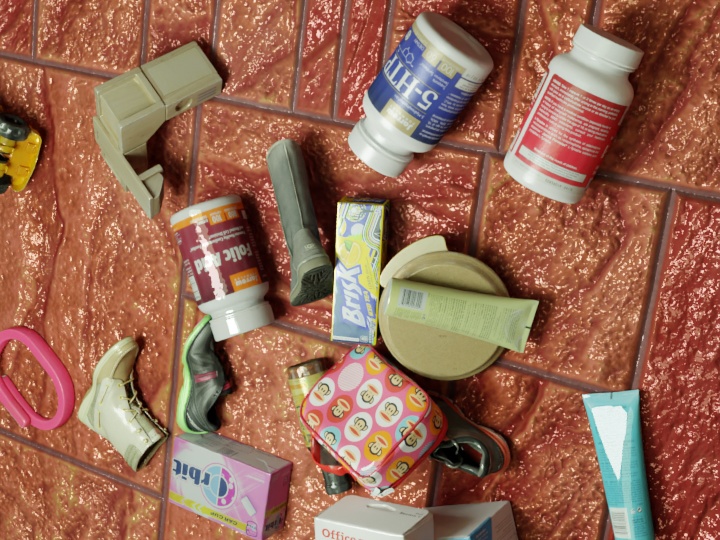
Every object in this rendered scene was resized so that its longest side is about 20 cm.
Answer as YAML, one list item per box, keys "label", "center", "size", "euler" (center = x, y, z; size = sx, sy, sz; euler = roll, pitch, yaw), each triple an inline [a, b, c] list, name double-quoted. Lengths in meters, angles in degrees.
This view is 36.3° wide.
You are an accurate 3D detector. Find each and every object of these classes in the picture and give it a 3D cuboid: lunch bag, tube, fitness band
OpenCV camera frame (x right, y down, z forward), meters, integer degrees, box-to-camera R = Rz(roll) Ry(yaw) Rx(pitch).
- label: "lunch bag"
  center: [0.007, 0.212, 1.523]
  size: [0.176, 0.082, 0.200]
  euler: [-46, 43, -4]
- label: "tube"
  center: [0.130, 0.055, 1.449]
  size: [0.198, 0.058, 0.052]
  euler: [12, 62, -2]
- label: "fitness band"
  center: [-0.587, 0.194, 1.953]
  size: [0.200, 0.037, 0.144]
  euler: [48, 115, 13]
- label: "tube"
  center: [0.343, 0.259, 1.434]
  size: [0.077, 0.050, 0.202]
  euler: [-10, 89, 26]

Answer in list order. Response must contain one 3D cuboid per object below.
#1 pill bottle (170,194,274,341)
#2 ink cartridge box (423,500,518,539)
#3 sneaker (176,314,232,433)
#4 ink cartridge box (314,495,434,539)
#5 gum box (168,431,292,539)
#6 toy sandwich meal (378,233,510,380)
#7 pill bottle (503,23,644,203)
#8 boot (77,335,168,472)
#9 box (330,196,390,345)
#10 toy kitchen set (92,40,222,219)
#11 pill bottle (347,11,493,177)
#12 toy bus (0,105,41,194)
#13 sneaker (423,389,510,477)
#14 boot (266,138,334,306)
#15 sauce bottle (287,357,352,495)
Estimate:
- label: "pill bottle"
  center: [-0.204, -0.003, 1.653]
  size: [0.113, 0.114, 0.202]
  euler: [-19, 90, 30]
- label: "ink cartridge box"
  center: [0.139, 0.444, 1.520]
  size: [0.145, 0.146, 0.202]
  euler: [-12, 92, 31]
- label: "sneaker"
  center: [-0.239, 0.163, 1.737]
  size: [0.083, 0.077, 0.202]
  euler: [10, 108, 10]
- label: "ink cartridge box"
  center: [0.021, 0.415, 1.451]
  size: [0.145, 0.084, 0.202]
  euler: [2, 101, 32]
- label: "gum box"
  center: [-0.214, 0.335, 1.746]
  size: [0.199, 0.066, 0.115]
  euler: [16, 105, 27]
- label: "toy sandwich meal"
  center: [0.112, 0.053, 1.510]
  size: [0.203, 0.070, 0.207]
  euler: [2, 108, 6]
- label: "pill bottle"
  center: [0.266, -0.195, 1.355]
  size: [0.112, 0.112, 0.201]
  euler: [33, 113, 20]
- label: "boot"
  center: [-0.379, 0.221, 1.817]
  size: [0.154, 0.072, 0.201]
  euler: [40, 121, 18]
- label: "box"
  center: [0.000, 0.000, 1.558]
  size: [0.069, 0.064, 0.202]
  euler: [5, 103, 9]
- label: "toy kitchen set"
  center: [-0.292, -0.202, 1.693]
  size: [0.164, 0.180, 0.200]
  euler: [54, 159, 14]
- label: "pill bottle"
  center: [0.073, -0.228, 1.454]
  size: [0.120, 0.119, 0.201]
  euler: [44, 117, 15]
- label: "toy bus"
  center: [-0.658, -0.238, 1.857]
  size: [0.136, 0.199, 0.192]
  euler: [-62, 34, 22]
- label: "sneaker"
  center: [0.111, 0.228, 1.534]
  size: [0.199, 0.082, 0.078]
  euler: [22, 109, 27]
- label: "boot"
  center: [-0.094, -0.066, 1.596]
  size: [0.182, 0.072, 0.201]
  euler: [115, 136, -62]
- label: "sauce bottle"
  center: [-0.057, 0.234, 1.641]
  size: [0.066, 0.066, 0.202]
  euler: [-16, 89, 30]
